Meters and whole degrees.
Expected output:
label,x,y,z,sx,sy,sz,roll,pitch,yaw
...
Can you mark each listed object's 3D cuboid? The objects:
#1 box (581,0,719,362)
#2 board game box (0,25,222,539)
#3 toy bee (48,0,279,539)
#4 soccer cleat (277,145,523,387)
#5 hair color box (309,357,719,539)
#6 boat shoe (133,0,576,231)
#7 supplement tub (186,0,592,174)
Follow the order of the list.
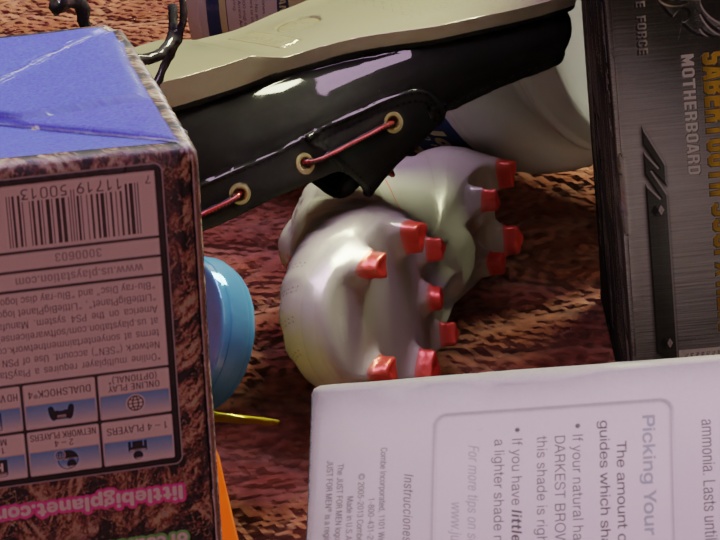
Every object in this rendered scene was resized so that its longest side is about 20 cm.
label,x,y,z,sx,sy,sz,roll,pitch,yaw
box,0.102,-0.054,0.855,0.048,0.200,0.158,-5,21,3
board game box,-0.118,0.058,0.604,0.159,0.200,0.097,-7,22,-12
toy bee,-0.081,0.022,0.782,0.109,0.131,0.200,-29,40,45
soccer cleat,0.000,0.000,0.919,0.077,0.069,0.200,-1,15,18
hair color box,0.090,0.076,0.625,0.200,0.061,0.099,-5,63,13
boat shoe,-0.012,-0.058,0.878,0.201,0.063,0.074,-19,20,-28
supplement tub,0.042,-0.113,1.038,0.145,0.145,0.200,-22,19,-39
